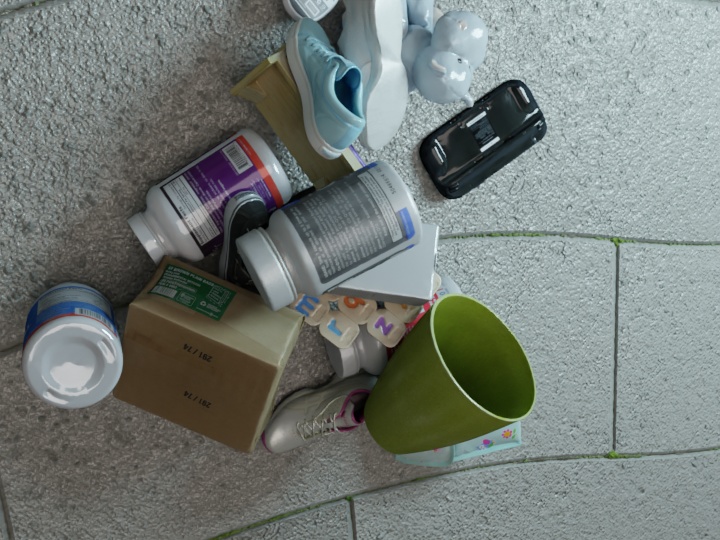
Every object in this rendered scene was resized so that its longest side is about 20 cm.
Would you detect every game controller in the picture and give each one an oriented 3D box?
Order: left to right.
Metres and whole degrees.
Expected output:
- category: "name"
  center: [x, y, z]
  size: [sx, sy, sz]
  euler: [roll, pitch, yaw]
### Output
- category: "game controller"
  center: [0.183, -0.194, 1.308]
  size: [0.200, 0.042, 0.105]
  euler: [-36, 100, -9]

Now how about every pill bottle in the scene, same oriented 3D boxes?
- category: "pill bottle"
  center: [-0.352, 0.081, 1.081]
  size: [0.111, 0.200, 0.113]
  euler: [-5, 106, -17]
- category: "pill bottle"
  center: [-0.195, -0.088, 1.144]
  size: [0.199, 0.112, 0.113]
  euler: [-34, 114, -8]
- category: "pill bottle"
  center: [-0.038, -0.039, 1.042]
  size: [0.199, 0.114, 0.114]
  euler: [-27, 113, -11]
- category: "pill bottle"
  center: [0.051, 0.085, 1.290]
  size: [0.199, 0.112, 0.113]
  euler: [-17, 111, -16]

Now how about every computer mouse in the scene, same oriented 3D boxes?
- category: "computer mouse"
  center: [-0.034, -0.406, 1.155]
  size: [0.200, 0.044, 0.110]
  euler: [-47, 121, -9]

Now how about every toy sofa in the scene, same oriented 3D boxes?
- category: "toy sofa"
  center: [-0.063, -0.188, 1.136]
  size: [0.200, 0.083, 0.098]
  euler: [54, 41, -8]

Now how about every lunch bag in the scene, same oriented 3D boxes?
- category: "lunch bag"
  center: [0.135, 0.200, 1.354]
  size: [0.199, 0.122, 0.171]
  euler: [-12, 113, -9]

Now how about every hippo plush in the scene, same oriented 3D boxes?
- category: "hippo plush"
  center: [0.071, -0.285, 1.147]
  size: [0.159, 0.161, 0.201]
  euler: [29, 92, -41]

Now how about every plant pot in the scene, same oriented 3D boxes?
- category: "plant pot"
  center: [0.100, 0.162, 1.197]
  size: [0.187, 0.188, 0.200]
  euler: [29, 130, -26]

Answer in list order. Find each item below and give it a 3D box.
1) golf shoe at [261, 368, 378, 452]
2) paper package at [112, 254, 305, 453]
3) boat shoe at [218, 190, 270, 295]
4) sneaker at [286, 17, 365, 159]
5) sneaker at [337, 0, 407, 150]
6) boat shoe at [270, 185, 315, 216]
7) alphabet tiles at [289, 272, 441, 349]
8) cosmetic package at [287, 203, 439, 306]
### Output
- category: "golf shoe"
  center: [-0.052, 0.211, 1.299]
  size: [0.199, 0.092, 0.076]
  euler: [-31, 115, -9]
- category: "paper package"
  center: [-0.192, 0.108, 1.116]
  size: [0.199, 0.104, 0.191]
  euler: [23, 129, 0]
- category: "boat shoe"
  center: [-0.141, -0.013, 1.132]
  size: [0.068, 0.057, 0.201]
  euler: [-24, 146, -23]
- category: "sneaker"
  center: [-0.031, -0.234, 1.067]
  size: [0.082, 0.201, 0.074]
  euler: [-31, 152, 34]
- category: "sneaker"
  center: [0.006, -0.254, 1.109]
  size: [0.075, 0.088, 0.201]
  euler: [-18, 117, -43]
- category: "boat shoe"
  center: [-0.091, -0.065, 1.215]
  size: [0.201, 0.074, 0.065]
  euler: [-28, 109, -19]
- category: "alphabet tiles"
  center: [0.000, 0.000, 1.180]
  size: [0.195, 0.015, 0.200]
  euler: [37, 81, 3]
- category: "cosmetic package"
  center: [-0.006, -0.018, 1.136]
  size: [0.199, 0.074, 0.102]
  euler: [9, 80, -6]
